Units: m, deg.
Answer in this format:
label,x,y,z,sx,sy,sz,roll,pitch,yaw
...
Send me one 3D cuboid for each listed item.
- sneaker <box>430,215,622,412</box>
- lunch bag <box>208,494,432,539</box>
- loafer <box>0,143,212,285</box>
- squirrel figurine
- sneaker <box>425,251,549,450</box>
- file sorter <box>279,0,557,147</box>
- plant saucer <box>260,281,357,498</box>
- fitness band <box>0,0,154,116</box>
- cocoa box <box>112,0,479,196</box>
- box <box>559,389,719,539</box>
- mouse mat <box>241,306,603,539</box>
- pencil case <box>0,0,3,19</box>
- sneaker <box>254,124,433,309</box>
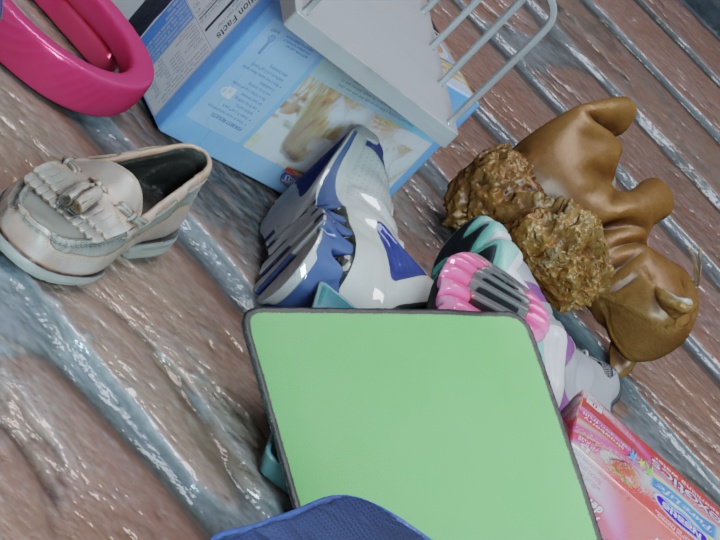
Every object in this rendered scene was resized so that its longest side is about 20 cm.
label,x,y,z,sx,sy,sz,roll,pitch,yaw
sneaker,0.121,0.060,1.893,0.140,0.078,0.201,33,29,-33
lunch bag,-0.010,0.189,1.192,0.135,0.133,0.200,32,14,19
loafer,-0.141,-0.041,1.555,0.072,0.063,0.200,45,17,9
squirrel figurine,0.162,-0.012,2.097,0.199,0.141,0.187,-9,63,-51
sneaker,0.054,0.065,1.671,0.079,0.096,0.200,33,31,-6
file sorter,0.033,-0.207,1.789,0.139,0.124,0.200,35,25,-27
plant saucer,-0.015,0.077,1.586,0.070,0.019,0.200,39,27,-12
fitness band,-0.210,-0.172,1.758,0.200,0.037,0.143,46,18,14
cocoa box,-0.046,-0.141,1.881,0.200,0.133,0.132,26,26,-42
box,0.170,0.181,1.664,0.200,0.095,0.103,41,17,-5
mouse mat,0.035,0.091,1.543,0.199,0.008,0.162,2,59,-35
pencil case,-0.266,-0.197,1.610,0.200,0.085,0.093,60,-4,45
sneaker,0.000,0.000,1.765,0.115,0.081,0.200,42,24,-15
